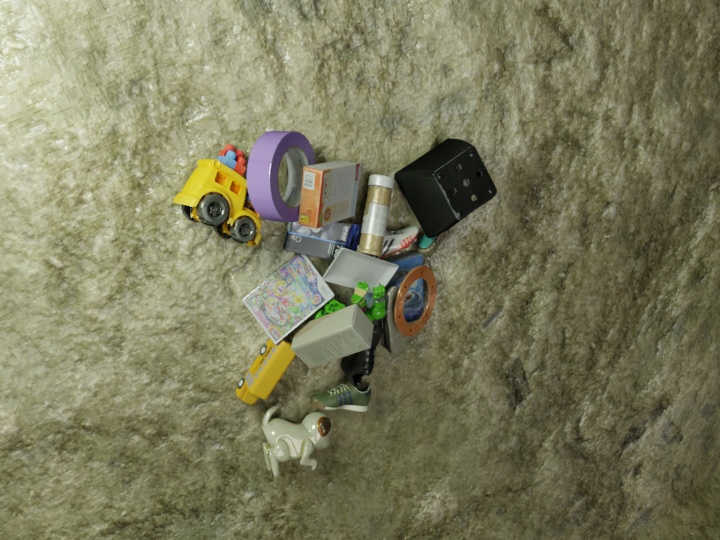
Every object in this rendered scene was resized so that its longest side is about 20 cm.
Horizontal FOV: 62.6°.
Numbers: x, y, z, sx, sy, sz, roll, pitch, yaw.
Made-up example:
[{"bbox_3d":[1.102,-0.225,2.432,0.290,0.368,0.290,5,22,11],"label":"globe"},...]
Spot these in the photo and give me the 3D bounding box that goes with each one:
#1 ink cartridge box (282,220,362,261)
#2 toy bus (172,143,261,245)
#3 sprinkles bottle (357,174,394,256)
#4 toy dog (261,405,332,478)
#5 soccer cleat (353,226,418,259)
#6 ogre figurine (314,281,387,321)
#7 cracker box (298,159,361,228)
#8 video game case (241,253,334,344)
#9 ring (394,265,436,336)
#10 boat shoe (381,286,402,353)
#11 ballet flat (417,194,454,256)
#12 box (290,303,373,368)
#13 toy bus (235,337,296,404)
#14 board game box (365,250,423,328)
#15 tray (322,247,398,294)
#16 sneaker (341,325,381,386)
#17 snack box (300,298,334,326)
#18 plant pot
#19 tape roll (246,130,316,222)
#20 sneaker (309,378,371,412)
[{"bbox_3d":[-0.092,-0.084,1.508,0.196,0.039,0.102,9,105,-19],"label":"ink cartridge box"},{"bbox_3d":[-0.295,-0.176,1.345,0.199,0.135,0.195,32,78,-36],"label":"toy bus"},{"bbox_3d":[0.040,-0.141,1.527,0.067,0.068,0.205,10,89,-30],"label":"sprinkles bottle"},{"bbox_3d":[-0.176,0.468,1.671,0.196,0.139,0.198,-12,79,-21],"label":"toy dog"},{"bbox_3d":[0.069,-0.082,1.598,0.197,0.069,0.086,-28,116,-10],"label":"soccer cleat"},{"bbox_3d":[-0.013,0.109,1.567,0.199,0.098,0.120,-37,138,-2],"label":"ogre figurine"},{"bbox_3d":[-0.072,-0.188,1.425,0.199,0.057,0.137,-27,129,-60],"label":"cracker box"},{"bbox_3d":[-0.184,0.069,1.521,0.199,0.018,0.144,-39,96,-9],"label":"video game case"},{"bbox_3d":[0.152,0.085,1.663,0.199,0.019,0.205,-23,121,-45],"label":"ring"},{"bbox_3d":[0.078,0.136,1.650,0.066,0.056,0.205,-25,121,-43],"label":"boat shoe"},{"bbox_3d":[0.234,-0.124,1.673,0.201,0.067,0.075,-53,144,-3],"label":"ballet flat"},{"bbox_3d":[-0.071,0.170,1.518,0.197,0.079,0.095,-21,126,27],"label":"box"},{"bbox_3d":[-0.248,0.266,1.566,0.065,0.078,0.202,32,93,-33],"label":"toy bus"},{"bbox_3d":[0.086,0.064,1.680,0.196,0.043,0.203,-15,116,-22],"label":"board game box"},{"bbox_3d":[0.000,0.000,1.550,0.197,0.022,0.108,16,121,-37],"label":"tray"},{"bbox_3d":[0.015,0.242,1.660,0.074,0.091,0.203,5,127,-28],"label":"sneaker"},{"bbox_3d":[-0.104,0.132,1.611,0.116,0.037,0.201,-41,123,-9],"label":"snack box"},{"bbox_3d":[0.237,-0.219,1.530,0.198,0.177,0.202,-33,101,-12],"label":"plant pot"},{"bbox_3d":[-0.175,-0.214,1.352,0.199,0.064,0.205,-25,118,-60],"label":"tape roll"},{"bbox_3d":[-0.052,0.354,1.718,0.197,0.067,0.092,13,97,-31],"label":"sneaker"}]
